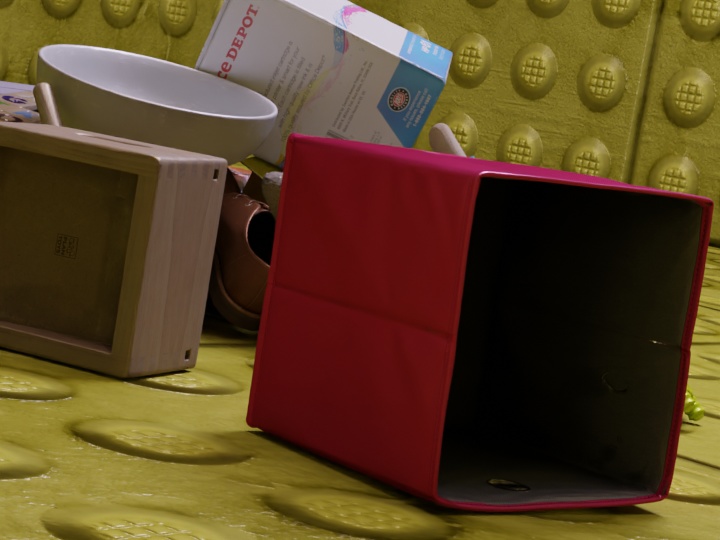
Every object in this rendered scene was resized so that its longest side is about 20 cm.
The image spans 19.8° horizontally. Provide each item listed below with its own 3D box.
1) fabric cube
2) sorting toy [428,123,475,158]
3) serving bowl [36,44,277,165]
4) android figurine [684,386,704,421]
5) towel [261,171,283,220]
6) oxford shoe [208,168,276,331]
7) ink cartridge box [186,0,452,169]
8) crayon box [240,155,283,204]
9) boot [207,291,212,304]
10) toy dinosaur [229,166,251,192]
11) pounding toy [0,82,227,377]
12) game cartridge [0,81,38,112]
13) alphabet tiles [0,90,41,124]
[{"bbox_3d":[0.071,0.030,1.298,0.196,0.200,0.199,4,6,-38],"label":"fabric cube"},{"bbox_3d":[0.133,-0.011,1.669,0.200,0.036,0.185,54,6,-38],"label":"sorting toy"},{"bbox_3d":[-0.171,-0.125,1.682,0.200,0.066,0.200,14,15,-4],"label":"serving bowl"},{"bbox_3d":[0.212,0.040,1.679,0.200,0.041,0.182,56,7,23],"label":"android figurine"},{"bbox_3d":[0.000,0.000,1.720,0.132,0.034,0.200,15,-33,37],"label":"towel"},{"bbox_3d":[-0.100,-0.038,1.760,0.071,0.071,0.200,19,31,-35],"label":"oxford shoe"},{"bbox_3d":[-0.041,-0.163,1.804,0.200,0.145,0.085,26,27,-5],"label":"ink cartridge box"},{"bbox_3d":[-0.018,-0.058,1.860,0.127,0.051,0.200,39,26,22],"label":"crayon box"},{"bbox_3d":[-0.129,0.009,1.815,0.155,0.077,0.200,12,-2,-14],"label":"boot"},{"bbox_3d":[-0.070,-0.073,1.940,0.105,0.200,0.181,-25,1,39],"label":"toy dinosaur"},{"bbox_3d":[-0.205,-0.036,1.517,0.200,0.184,0.142,12,7,24],"label":"pounding toy"},{"bbox_3d":[-0.268,-0.128,1.820,0.200,0.038,0.130,7,25,-18],"label":"game cartridge"},{"bbox_3d":[-0.234,-0.113,1.719,0.200,0.008,0.167,19,14,17],"label":"alphabet tiles"}]
